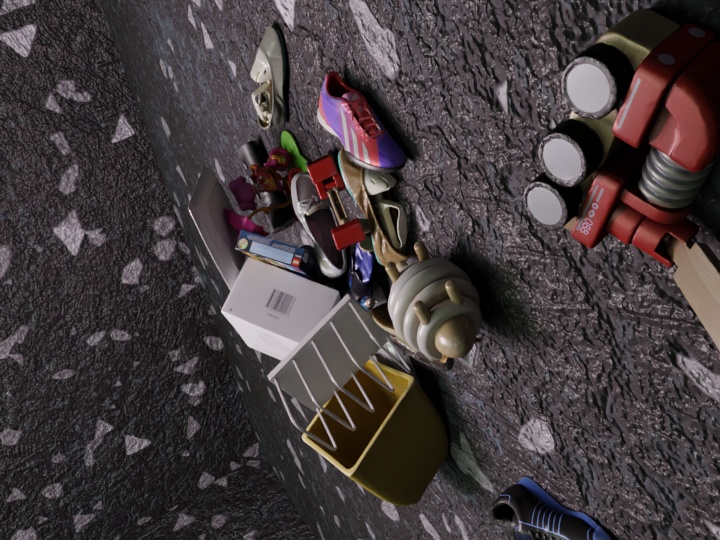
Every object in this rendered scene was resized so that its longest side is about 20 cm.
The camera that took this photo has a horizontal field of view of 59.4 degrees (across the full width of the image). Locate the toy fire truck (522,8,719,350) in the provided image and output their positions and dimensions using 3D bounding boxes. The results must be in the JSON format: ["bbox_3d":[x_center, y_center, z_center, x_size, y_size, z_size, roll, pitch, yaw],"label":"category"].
[{"bbox_3d":[0.229,-0.061,0.467,0.199,0.128,0.179,40,149,25],"label":"toy fire truck"}]

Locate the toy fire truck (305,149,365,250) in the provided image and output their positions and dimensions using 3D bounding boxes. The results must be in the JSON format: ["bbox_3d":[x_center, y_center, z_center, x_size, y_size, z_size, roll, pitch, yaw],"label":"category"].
[{"bbox_3d":[-0.041,-0.118,1.030,0.200,0.047,0.145,-105,-6,-78],"label":"toy fire truck"}]

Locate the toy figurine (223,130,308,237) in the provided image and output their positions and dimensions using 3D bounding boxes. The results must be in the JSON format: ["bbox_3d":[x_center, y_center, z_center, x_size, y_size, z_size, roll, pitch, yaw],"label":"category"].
[{"bbox_3d":[-0.185,-0.148,1.234,0.205,0.180,0.149,66,158,-4],"label":"toy figurine"}]

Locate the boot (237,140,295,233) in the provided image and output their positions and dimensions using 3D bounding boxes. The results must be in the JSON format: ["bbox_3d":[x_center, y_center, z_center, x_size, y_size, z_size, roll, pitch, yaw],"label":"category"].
[{"bbox_3d":[-0.208,-0.197,1.411,0.164,0.064,0.206,-25,85,67],"label":"boot"}]

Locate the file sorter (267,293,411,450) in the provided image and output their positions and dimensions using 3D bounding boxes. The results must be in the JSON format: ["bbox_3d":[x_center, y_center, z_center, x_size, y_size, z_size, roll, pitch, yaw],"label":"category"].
[{"bbox_3d":[-0.029,0.178,1.070,0.139,0.200,0.125,42,-175,-41],"label":"file sorter"}]

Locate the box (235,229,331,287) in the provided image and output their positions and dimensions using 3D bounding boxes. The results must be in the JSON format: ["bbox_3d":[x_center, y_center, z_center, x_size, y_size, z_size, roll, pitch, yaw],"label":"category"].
[{"bbox_3d":[-0.143,-0.017,1.230,0.133,0.039,0.200,16,171,16],"label":"box"}]

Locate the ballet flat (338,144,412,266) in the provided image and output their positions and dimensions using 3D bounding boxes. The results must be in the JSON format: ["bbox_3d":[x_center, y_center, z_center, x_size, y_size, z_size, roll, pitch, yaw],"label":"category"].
[{"bbox_3d":[0.032,-0.100,0.955,0.071,0.067,0.206,-7,108,46],"label":"ballet flat"}]

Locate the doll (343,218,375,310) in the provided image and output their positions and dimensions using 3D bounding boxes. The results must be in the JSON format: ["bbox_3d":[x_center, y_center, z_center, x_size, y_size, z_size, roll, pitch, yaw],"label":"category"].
[{"bbox_3d":[0.000,0.000,1.123,0.203,0.047,0.139,100,157,-49],"label":"doll"}]

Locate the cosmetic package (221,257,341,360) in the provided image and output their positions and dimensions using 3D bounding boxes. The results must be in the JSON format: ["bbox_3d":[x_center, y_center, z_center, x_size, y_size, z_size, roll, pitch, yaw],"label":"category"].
[{"bbox_3d":[-0.136,0.098,1.229,0.194,0.126,0.201,20,157,14],"label":"cosmetic package"}]

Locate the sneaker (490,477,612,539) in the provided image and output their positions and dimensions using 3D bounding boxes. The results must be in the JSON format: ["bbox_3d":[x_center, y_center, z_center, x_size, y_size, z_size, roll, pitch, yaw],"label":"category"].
[{"bbox_3d":[0.263,0.364,0.871,0.199,0.076,0.072,19,131,62],"label":"sneaker"}]

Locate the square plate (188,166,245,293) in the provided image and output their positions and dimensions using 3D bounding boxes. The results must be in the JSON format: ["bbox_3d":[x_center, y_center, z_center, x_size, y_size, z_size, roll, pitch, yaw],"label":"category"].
[{"bbox_3d":[-0.266,-0.081,1.230,0.200,0.028,0.204,-98,-12,-60],"label":"square plate"}]

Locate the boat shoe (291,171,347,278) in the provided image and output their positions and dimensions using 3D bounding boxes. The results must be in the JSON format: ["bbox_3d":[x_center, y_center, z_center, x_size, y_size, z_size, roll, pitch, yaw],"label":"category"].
[{"bbox_3d":[-0.072,-0.088,1.161,0.065,0.072,0.208,147,105,-75],"label":"boat shoe"}]

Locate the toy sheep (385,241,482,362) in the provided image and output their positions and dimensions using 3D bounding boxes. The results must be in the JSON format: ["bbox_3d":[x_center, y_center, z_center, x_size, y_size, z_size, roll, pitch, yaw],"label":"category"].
[{"bbox_3d":[0.096,0.043,0.860,0.202,0.134,0.141,-118,16,-48],"label":"toy sheep"}]

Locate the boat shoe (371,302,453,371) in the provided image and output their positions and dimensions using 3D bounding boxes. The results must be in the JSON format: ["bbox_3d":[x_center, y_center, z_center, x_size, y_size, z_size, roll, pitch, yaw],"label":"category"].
[{"bbox_3d":[0.081,0.108,1.032,0.199,0.072,0.067,30,137,58],"label":"boat shoe"}]

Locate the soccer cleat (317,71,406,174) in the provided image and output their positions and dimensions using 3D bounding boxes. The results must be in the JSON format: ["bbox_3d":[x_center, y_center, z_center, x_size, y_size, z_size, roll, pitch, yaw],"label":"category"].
[{"bbox_3d":[-0.002,-0.212,0.905,0.201,0.067,0.075,50,147,37],"label":"soccer cleat"}]

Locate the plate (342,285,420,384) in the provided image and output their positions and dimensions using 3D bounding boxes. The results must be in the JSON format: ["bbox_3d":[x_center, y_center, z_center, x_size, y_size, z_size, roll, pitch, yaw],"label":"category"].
[{"bbox_3d":[0.028,0.133,1.238,0.205,0.032,0.199,68,159,-5],"label":"plate"}]

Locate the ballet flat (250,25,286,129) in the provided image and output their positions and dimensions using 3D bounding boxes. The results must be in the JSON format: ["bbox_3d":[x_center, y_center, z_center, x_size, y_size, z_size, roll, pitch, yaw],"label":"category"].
[{"bbox_3d":[-0.170,-0.344,1.156,0.068,0.062,0.203,50,154,31],"label":"ballet flat"}]

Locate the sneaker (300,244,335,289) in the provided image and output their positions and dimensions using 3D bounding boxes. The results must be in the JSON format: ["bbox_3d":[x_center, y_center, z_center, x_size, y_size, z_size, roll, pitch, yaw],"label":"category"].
[{"bbox_3d":[-0.090,0.045,1.366,0.205,0.071,0.071,65,158,3],"label":"sneaker"}]

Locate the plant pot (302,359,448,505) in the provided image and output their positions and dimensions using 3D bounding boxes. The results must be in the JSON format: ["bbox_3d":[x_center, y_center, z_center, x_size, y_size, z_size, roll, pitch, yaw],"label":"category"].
[{"bbox_3d":[0.048,0.312,1.163,0.201,0.196,0.194,47,162,-27],"label":"plant pot"}]
